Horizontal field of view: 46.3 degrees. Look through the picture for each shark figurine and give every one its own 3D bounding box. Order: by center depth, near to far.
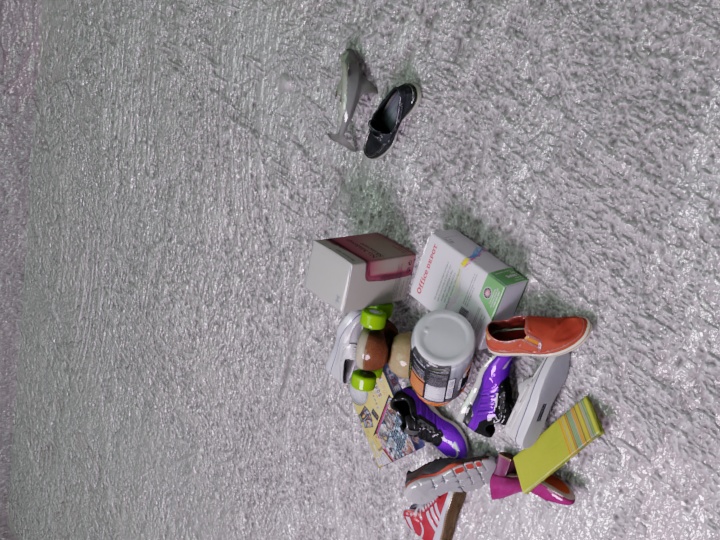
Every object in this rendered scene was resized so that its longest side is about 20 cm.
[{"bbox_3d":[-0.009,-0.365,1.799,0.128,0.087,0.220,-147,63,-76],"label":"shark figurine"}]

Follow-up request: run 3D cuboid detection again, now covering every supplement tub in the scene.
[{"bbox_3d":[0.152,0.173,1.608,0.123,0.121,0.201,51,161,26],"label":"supplement tub"}]

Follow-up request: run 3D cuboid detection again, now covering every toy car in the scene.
[{"bbox_3d":[0.093,0.170,1.764,0.195,0.158,0.168,12,105,10],"label":"toy car"}]

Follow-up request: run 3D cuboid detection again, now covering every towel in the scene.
[{"bbox_3d":[0.358,0.320,1.535,0.200,0.018,0.087,-49,28,28],"label":"towel"}]

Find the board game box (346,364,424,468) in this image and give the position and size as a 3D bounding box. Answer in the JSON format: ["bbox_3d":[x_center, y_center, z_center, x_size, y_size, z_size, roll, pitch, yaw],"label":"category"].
[{"bbox_3d":[0.054,0.324,1.888,0.135,0.034,0.204,-35,72,44],"label":"board game box"}]

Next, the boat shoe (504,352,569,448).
[{"bbox_3d":[0.323,0.226,1.557,0.065,0.071,0.204,32,112,44],"label":"boat shoe"}]

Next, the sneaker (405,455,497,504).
[{"bbox_3d":[0.178,0.401,1.702,0.082,0.196,0.078,-104,-2,-60],"label":"sneaker"}]

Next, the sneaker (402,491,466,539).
[{"bbox_3d":[0.155,0.497,1.790,0.112,0.070,0.204,31,121,34],"label":"sneaker"}]

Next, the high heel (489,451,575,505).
[{"bbox_3d":[0.326,0.427,1.602,0.199,0.066,0.098,22,104,57],"label":"high heel"}]

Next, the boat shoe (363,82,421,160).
[{"bbox_3d":[0.050,-0.308,1.750,0.199,0.065,0.075,-46,66,41],"label":"boat shoe"}]

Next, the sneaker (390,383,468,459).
[{"bbox_3d":[0.134,0.329,1.757,0.200,0.098,0.070,45,126,27],"label":"sneaker"}]

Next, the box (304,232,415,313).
[{"bbox_3d":[0.000,0.000,1.764,0.127,0.198,0.111,30,117,37],"label":"box"}]

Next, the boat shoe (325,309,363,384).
[{"bbox_3d":[-0.020,0.174,1.919,0.065,0.073,0.203,41,134,27],"label":"boat shoe"}]

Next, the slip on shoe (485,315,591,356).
[{"bbox_3d":[0.317,0.113,1.517,0.196,0.062,0.075,-7,48,26],"label":"slip on shoe"}]

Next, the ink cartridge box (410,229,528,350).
[{"bbox_3d":[0.207,0.032,1.638,0.199,0.083,0.147,38,123,34],"label":"ink cartridge box"}]

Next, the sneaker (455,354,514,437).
[{"bbox_3d":[0.267,0.240,1.626,0.099,0.069,0.203,37,124,24],"label":"sneaker"}]
